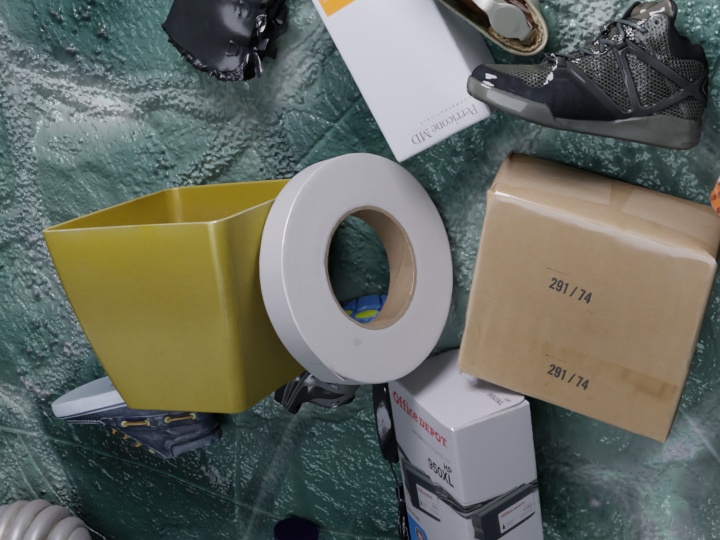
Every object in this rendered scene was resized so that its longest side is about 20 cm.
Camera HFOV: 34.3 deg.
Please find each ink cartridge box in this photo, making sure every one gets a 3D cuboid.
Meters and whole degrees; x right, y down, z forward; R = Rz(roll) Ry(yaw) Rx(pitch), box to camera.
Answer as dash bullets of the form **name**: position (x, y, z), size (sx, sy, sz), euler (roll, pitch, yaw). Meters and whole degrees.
- **ink cartridge box**: position (0.100, 0.196, 1.097), size (0.144, 0.083, 0.204), euler (-147, 44, -62)

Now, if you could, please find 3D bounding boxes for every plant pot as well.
- **plant pot**: position (-0.142, 0.024, 1.077), size (0.197, 0.199, 0.180), euler (-2, 103, 29)

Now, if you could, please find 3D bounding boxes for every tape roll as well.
- **tape roll**: position (0.000, 0.000, 1.029), size (0.037, 0.202, 0.206), euler (-7, 111, 49)

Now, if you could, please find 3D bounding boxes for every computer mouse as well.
- **computer mouse**: position (0.043, 0.197, 1.182), size (0.033, 0.059, 0.203), euler (-7, 111, 7)

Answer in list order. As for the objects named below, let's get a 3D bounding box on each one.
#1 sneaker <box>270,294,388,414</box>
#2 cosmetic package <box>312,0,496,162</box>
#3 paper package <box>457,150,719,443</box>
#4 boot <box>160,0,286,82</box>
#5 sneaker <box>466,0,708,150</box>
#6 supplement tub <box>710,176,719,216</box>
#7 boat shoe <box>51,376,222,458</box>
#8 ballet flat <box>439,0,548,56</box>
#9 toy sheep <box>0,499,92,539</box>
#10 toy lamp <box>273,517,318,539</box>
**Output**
- **sneaker**: position (-0.016, 0.087, 1.156), size (0.198, 0.071, 0.083), euler (-27, 110, 33)
- **cosmetic package**: position (0.034, -0.209, 0.996), size (0.100, 0.071, 0.202), euler (-24, 101, 29)
- **paper package**: position (0.197, 0.021, 1.009), size (0.197, 0.104, 0.194), euler (17, 119, 15)
- **boot**: position (-0.144, -0.277, 1.049), size (0.197, 0.073, 0.164), euler (32, 127, 10)
- **sneaker**: position (0.185, -0.167, 0.931), size (0.195, 0.076, 0.116), euler (7, 109, -2)
- **supplement tub**: position (0.352, -0.115, 0.870), size (0.121, 0.123, 0.202), euler (29, 120, 8)
- **boat shoe**: position (-0.247, 0.164, 1.280), size (0.197, 0.071, 0.092), euler (-12, 103, 25)
- **ballet flat**: position (0.081, -0.235, 0.915), size (0.198, 0.063, 0.068), euler (27, 117, -34)
- **toy sheep**: position (-0.387, 0.338, 1.384), size (0.196, 0.138, 0.140), euler (11, 116, 11)
- **toy lamp**: position (-0.080, 0.376, 1.311), size (0.057, 0.058, 0.203), euler (16, 118, 16)
